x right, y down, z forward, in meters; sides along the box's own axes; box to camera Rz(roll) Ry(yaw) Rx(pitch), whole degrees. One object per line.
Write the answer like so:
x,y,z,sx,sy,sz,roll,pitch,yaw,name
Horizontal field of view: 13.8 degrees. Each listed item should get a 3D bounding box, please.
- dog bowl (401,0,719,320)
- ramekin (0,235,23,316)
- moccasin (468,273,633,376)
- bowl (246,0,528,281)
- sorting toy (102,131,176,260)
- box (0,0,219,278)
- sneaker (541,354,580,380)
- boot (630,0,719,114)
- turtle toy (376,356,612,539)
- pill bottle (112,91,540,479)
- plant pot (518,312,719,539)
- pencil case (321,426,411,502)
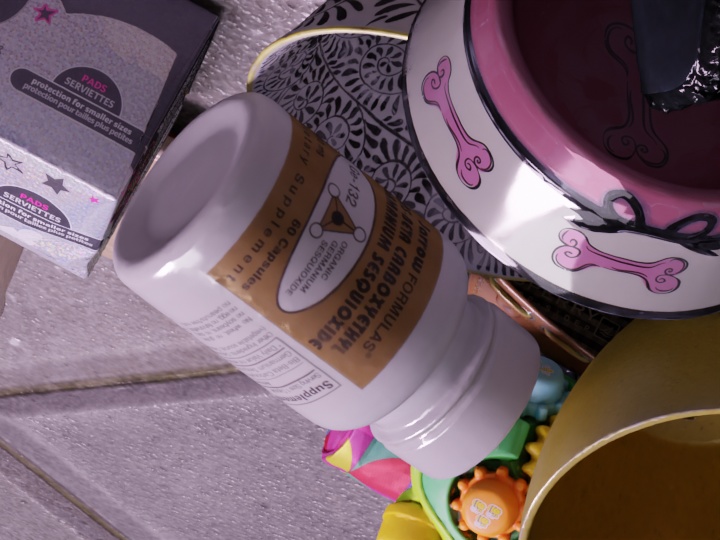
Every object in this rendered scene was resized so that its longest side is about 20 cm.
0.123,-0.083,1.291,0.200,0.200,0.074,28,145,-5,dog bowl
-0.290,-0.048,1.807,0.202,0.094,0.202,22,152,12,ramekin
0.154,0.030,1.609,0.201,0.074,0.078,31,164,9,moccasin
0.054,-0.089,1.443,0.200,0.094,0.201,20,154,11,bowl
-0.099,-0.034,1.750,0.185,0.037,0.200,25,158,2,sorting toy
-0.198,-0.109,1.580,0.200,0.132,0.115,27,153,-2,box
0.152,0.084,1.728,0.200,0.066,0.078,16,-177,1,sneaker
0.108,-0.148,1.220,0.200,0.076,0.168,-3,100,37,boot
0.109,0.122,1.618,0.200,0.146,0.101,33,156,-28,turtle toy
-0.012,0.013,1.453,0.200,0.114,0.114,37,151,-23,pill bottle
0.180,0.096,1.510,0.200,0.142,0.200,2,130,2,plant pot
0.073,0.122,1.831,0.200,0.088,0.088,31,153,-7,pencil case
